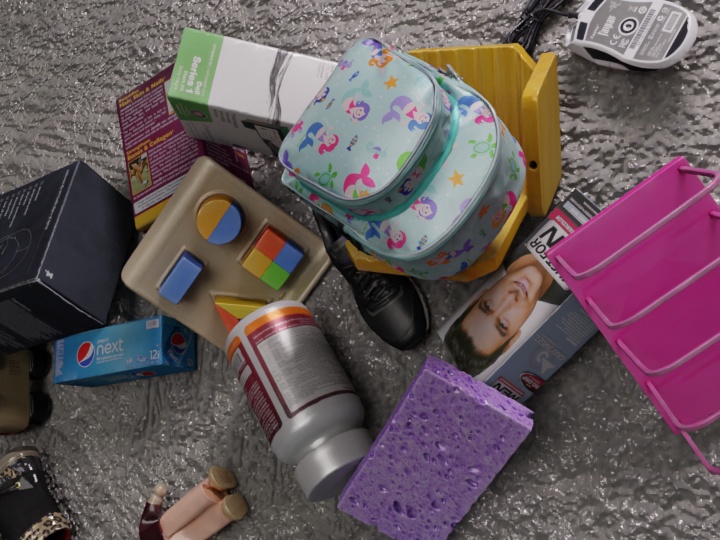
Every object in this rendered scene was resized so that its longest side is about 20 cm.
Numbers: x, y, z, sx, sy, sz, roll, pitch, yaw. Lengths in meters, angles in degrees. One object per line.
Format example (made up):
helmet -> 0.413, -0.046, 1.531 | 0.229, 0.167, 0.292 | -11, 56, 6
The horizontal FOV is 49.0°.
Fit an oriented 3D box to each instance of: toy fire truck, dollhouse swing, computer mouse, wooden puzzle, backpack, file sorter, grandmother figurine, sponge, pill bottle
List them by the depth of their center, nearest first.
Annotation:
file sorter -> 0.267, 0.035, 0.627 | 0.138, 0.125, 0.201 | -36, 95, 12
backpack -> 0.039, -0.097, 0.705 | 0.200, 0.150, 0.178 | 39, 93, 29
sponge -> 0.067, 0.183, 0.756 | 0.111, 0.030, 0.201 | 29, 120, 2
dollhouse swing -> 0.077, -0.113, 0.790 | 0.198, 0.176, 0.184 | 7, 119, 32
computer mouse -> 0.250, -0.244, 0.810 | 0.199, 0.044, 0.110 | 33, 91, 38
pill bottle -> -0.063, 0.141, 0.865 | 0.109, 0.109, 0.201 | -41, 62, 16
wooden puzzle -> -0.160, -0.004, 0.936 | 0.199, 0.046, 0.186 | 36, 100, -8
grandmother figurine -> -0.230, 0.317, 0.956 | 0.200, 0.060, 0.122 | -41, 53, 13
toy fire truck -> -0.572, 0.161, 1.168 | 0.199, 0.128, 0.178 | -23, 68, 37

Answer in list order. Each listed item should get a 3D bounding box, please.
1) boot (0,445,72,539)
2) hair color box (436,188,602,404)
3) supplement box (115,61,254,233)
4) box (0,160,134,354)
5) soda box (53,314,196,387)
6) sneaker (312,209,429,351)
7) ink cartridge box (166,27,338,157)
boot -> -0.486, 0.364, 1.091 | 0.201, 0.073, 0.150 | -50, 59, 5
hair color box -> 0.175, 0.030, 0.759 | 0.200, 0.060, 0.099 | -48, 33, 13
supplement box -> -0.229, -0.153, 1.037 | 0.130, 0.103, 0.202 | -23, 69, 24
box -> -0.435, -0.016, 1.083 | 0.195, 0.124, 0.202 | -17, 49, 28
soda box -> -0.314, 0.110, 1.046 | 0.198, 0.068, 0.065 | -12, 72, 28
sneaker -> 0.000, 0.000, 0.873 | 0.076, 0.087, 0.201 | -38, 62, 17
ink cartridge box -> -0.102, -0.188, 0.898 | 0.197, 0.146, 0.085 | 13, 82, 0
